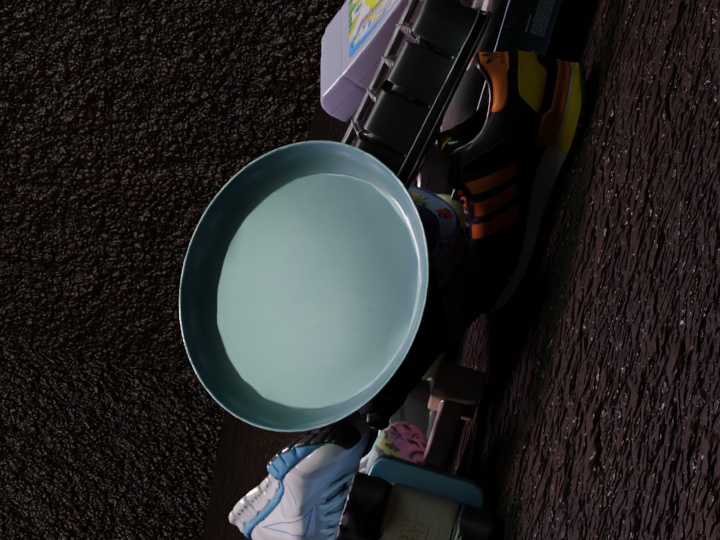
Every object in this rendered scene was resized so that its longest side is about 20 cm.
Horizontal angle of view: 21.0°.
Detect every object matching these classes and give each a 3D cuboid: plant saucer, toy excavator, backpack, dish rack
[{"bbox_3d":[-0.035,0.012,1.329,0.027,0.199,0.202,20,-97,-58],"label":"plant saucer"},{"bbox_3d":[0.040,0.164,1.345,0.200,0.099,0.196,-26,-48,-87],"label":"toy excavator"},{"bbox_3d":[0.000,0.000,1.459,0.200,0.182,0.135,-43,-46,-37],"label":"backpack"},{"bbox_3d":[0.031,-0.133,1.425,0.154,0.054,0.200,-63,7,6],"label":"dish rack"}]

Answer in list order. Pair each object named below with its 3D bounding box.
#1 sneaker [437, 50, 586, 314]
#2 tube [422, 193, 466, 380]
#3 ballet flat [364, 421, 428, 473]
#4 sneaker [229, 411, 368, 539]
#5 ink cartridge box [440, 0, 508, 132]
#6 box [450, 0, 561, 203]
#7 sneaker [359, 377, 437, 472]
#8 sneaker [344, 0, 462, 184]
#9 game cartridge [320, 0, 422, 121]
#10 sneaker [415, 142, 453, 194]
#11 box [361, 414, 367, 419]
[{"bbox_3d":[0.090,-0.065,1.363,0.070,0.089,0.201,-87,13,-60],"label":"sneaker"},{"bbox_3d":[0.060,0.039,1.614,0.052,0.058,0.201,4,80,39],"label":"tube"},{"bbox_3d":[0.032,0.214,1.423,0.071,0.069,0.201,4,83,65],"label":"ballet flat"},{"bbox_3d":[-0.026,0.166,1.390,0.075,0.087,0.200,-29,-15,-28],"label":"sneaker"},{"bbox_3d":[0.093,-0.197,1.530,0.200,0.050,0.163,-23,-49,-68],"label":"ink cartridge box"},{"bbox_3d":[0.117,-0.154,1.454,0.137,0.037,0.201,-62,-12,-75],"label":"box"},{"bbox_3d":[0.015,0.170,1.533,0.075,0.081,0.201,-100,25,-74],"label":"sneaker"},{"bbox_3d":[0.039,-0.142,1.632,0.079,0.078,0.201,-25,-49,-79],"label":"sneaker"},{"bbox_3d":[0.030,-0.223,1.591,0.200,0.040,0.134,-52,24,26],"label":"game cartridge"},{"bbox_3d":[0.018,-0.029,1.730,0.086,0.075,0.201,9,-73,-56],"label":"sneaker"},{"bbox_3d":[0.021,0.078,1.637,0.143,0.036,0.201,52,-132,-63],"label":"box"}]
